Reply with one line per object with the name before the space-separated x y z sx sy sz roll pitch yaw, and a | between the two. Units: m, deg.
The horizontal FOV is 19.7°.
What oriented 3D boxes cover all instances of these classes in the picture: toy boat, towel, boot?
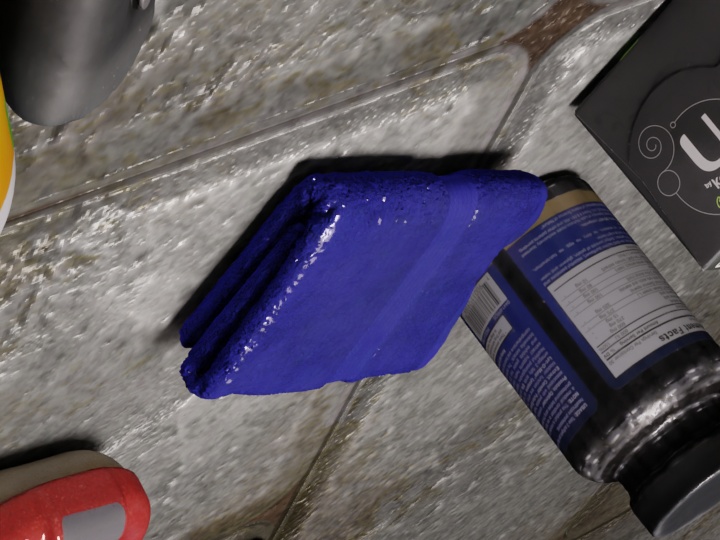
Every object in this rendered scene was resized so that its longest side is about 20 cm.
toy boat | -0.171 0.202 1.110 0.130 0.131 0.201 -13 142 -46
towel | 0.000 0.000 1.100 0.199 0.050 0.148 -5 136 -54
boot | -0.082 -0.115 0.597 0.200 0.065 0.165 -59 -175 49

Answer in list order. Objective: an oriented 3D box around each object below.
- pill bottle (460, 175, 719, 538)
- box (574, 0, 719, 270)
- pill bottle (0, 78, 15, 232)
pill bottle | 0.145 0.052 1.214 0.111 0.200 0.112 -31 159 -13
box | 0.247 -0.095 1.169 0.149 0.125 0.199 -49 156 27
pill bottle | -0.161 -0.050 0.611 0.111 0.111 0.200 -29 154 -18
